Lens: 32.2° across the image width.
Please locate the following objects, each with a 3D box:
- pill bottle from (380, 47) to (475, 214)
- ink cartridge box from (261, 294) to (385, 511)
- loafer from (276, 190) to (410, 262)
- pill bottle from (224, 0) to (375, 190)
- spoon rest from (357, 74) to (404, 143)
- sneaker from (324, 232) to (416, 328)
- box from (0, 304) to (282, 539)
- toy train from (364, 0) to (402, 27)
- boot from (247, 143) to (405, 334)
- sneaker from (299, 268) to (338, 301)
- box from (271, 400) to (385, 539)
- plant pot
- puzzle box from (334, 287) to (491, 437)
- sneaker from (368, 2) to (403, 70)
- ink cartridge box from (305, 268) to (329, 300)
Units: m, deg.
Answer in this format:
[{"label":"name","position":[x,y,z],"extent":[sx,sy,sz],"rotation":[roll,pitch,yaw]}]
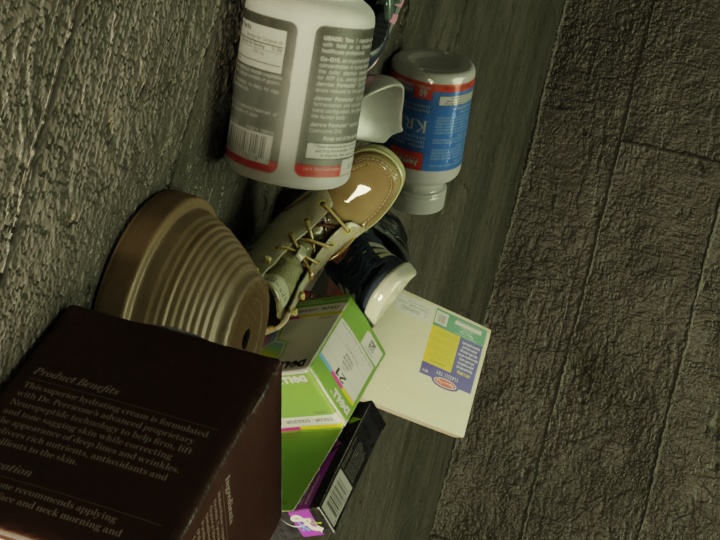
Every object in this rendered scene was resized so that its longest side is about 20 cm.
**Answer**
[{"label":"pill bottle","position":[0.084,-0.180,1.637],"extent":[0.112,0.111,0.201],"rotation":[-53,153,-59]},{"label":"ink cartridge box","position":[-0.085,0.121,1.125],"extent":[0.076,0.147,0.200],"rotation":[60,41,-27]},{"label":"loafer","position":[-0.011,-0.041,1.344],"extent":[0.068,0.071,0.200],"rotation":[-43,150,23]},{"label":"pill bottle","position":[-0.049,-0.180,1.068],"extent":[0.114,0.113,0.201],"rotation":[-41,143,-68]},{"label":"spoon rest","position":[0.015,-0.181,1.419],"extent":[0.099,0.061,0.200],"rotation":[-33,177,12]},{"label":"sneaker","position":[0.000,0.000,1.219],"extent":[0.075,0.084,0.200],"rotation":[-50,-177,-1]},{"label":"box","position":[-0.161,0.161,0.829],"extent":[0.200,0.165,0.165],"rotation":[-60,159,-48]},{"label":"toy train","position":[0.001,-0.331,1.213],"extent":[0.201,0.085,0.115],"rotation":[85,11,-50]},{"label":"boot","position":[-0.049,-0.022,1.138],"extent":[0.200,0.072,0.155],"rotation":[-36,-167,32]},{"label":"sneaker","position":[-0.050,0.070,1.429],"extent":[0.202,0.067,0.108],"rotation":[90,16,-54]},{"label":"box","position":[-0.087,0.189,1.135],"extent":[0.036,0.199,0.143],"rotation":[60,34,-23]},{"label":"plant pot","position":[-0.133,0.044,0.997],"extent":[0.201,0.092,0.202],"rotation":[15,90,-78]},{"label":"puzzle box","position":[0.049,0.095,1.396],"extent":[0.025,0.199,0.134],"rotation":[-12,-123,60]},{"label":"sneaker","position":[0.014,-0.298,1.353],"extent":[0.082,0.070,0.201],"rotation":[116,-2,-64]},{"label":"ink cartridge box","position":[-0.046,0.110,1.303],"extent":[0.163,0.050,0.201],"rotation":[122,-18,-44]}]
